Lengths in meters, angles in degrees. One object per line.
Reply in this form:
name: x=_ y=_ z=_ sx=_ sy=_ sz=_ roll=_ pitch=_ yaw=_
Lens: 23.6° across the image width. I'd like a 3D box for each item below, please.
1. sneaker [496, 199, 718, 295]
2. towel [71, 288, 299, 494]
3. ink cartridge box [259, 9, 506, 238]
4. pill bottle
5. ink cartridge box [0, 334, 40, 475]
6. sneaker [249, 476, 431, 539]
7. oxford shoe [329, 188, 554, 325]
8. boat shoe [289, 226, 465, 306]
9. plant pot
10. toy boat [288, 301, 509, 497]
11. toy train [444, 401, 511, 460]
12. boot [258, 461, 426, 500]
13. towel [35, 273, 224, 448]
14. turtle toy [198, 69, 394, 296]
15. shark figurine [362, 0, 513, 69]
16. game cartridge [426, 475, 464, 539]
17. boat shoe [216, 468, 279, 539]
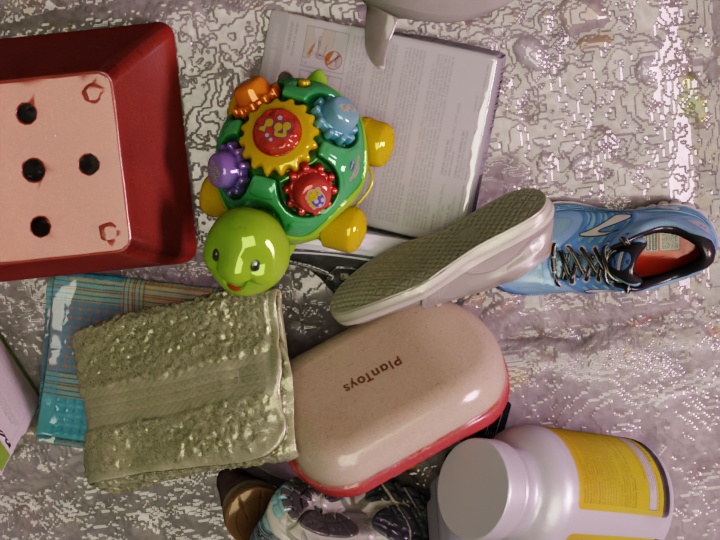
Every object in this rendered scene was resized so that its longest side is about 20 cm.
sneaker: x=0.203 y=-0.017 z=1.433 sx=0.198 sy=0.090 sz=0.079 roll=-9 pitch=103 yaw=1
towel: x=-0.143 y=0.094 z=1.380 sx=0.198 sy=0.036 sz=0.150 roll=-13 pitch=79 yaw=23
ink cartridge box: x=0.010 y=-0.121 z=1.437 sx=0.198 sy=0.047 sz=0.162 roll=14 pitch=103 yaw=12
pill bottle: x=0.160 y=0.187 z=1.423 sx=0.199 sy=0.112 sz=0.113 roll=12 pitch=105 yaw=-42
ink cartridge box: x=-0.339 y=0.090 z=1.385 sx=0.075 sy=0.200 sz=0.149 roll=-30 pitch=102 yaw=5
sneaker: x=-0.009 y=0.225 z=1.440 sx=0.199 sy=0.078 sz=0.086 roll=19 pitch=128 yaw=-35
oxford shoe: x=0.070 y=0.002 z=1.386 sx=0.198 sy=0.075 sz=0.058 roll=-25 pitch=125 yaw=1
boat shoe: x=0.000 y=0.000 z=1.440 sx=0.198 sy=0.072 sz=0.072 roll=9 pitch=98 yaw=-6
plant pot: x=-0.242 y=-0.085 z=1.352 sx=0.198 sy=0.176 sz=0.202 roll=-6 pitch=98 yaw=-1
toy boat: x=0.029 y=0.117 z=1.416 sx=0.199 sy=0.131 sz=0.131 roll=-27 pitch=144 yaw=-8
toy train: x=0.093 y=0.189 z=1.508 sx=0.045 sy=0.034 sz=0.202 roll=12 pitch=102 yaw=-16
boot: x=-0.024 y=0.173 z=1.488 sx=0.199 sy=0.075 sz=0.074 roll=35 pitch=84 yaw=-23
towel: x=-0.178 y=0.081 z=1.433 sx=0.198 sy=0.022 sz=0.148 roll=5 pitch=90 yaw=18
turtle toy: x=-0.064 y=-0.071 z=1.359 sx=0.144 sy=0.101 sz=0.202 roll=14 pitch=74 yaw=15
shark figurine: x=0.070 y=-0.234 z=1.363 sx=0.212 sy=0.090 sz=0.130 roll=0 pitch=74 yaw=4
game cartridge: x=0.145 y=0.262 z=1.454 sx=0.199 sy=0.134 sz=0.041 roll=29 pitch=124 yaw=-21
boat shoe: x=-0.053 y=0.235 z=1.496 sx=0.200 sy=0.072 sz=0.072 roll=40 pitch=91 yaw=-32
